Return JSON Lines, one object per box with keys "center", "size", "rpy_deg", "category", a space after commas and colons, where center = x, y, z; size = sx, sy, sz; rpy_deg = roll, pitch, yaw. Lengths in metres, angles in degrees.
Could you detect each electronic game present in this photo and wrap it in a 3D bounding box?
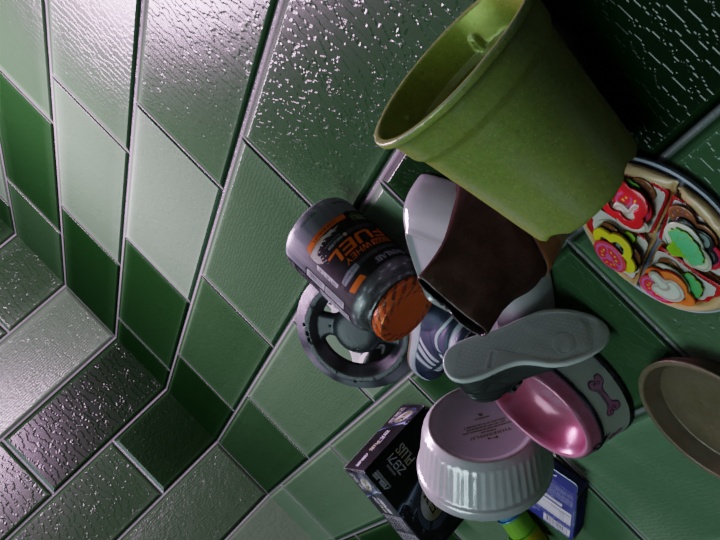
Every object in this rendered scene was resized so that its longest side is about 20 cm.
{"center": [-0.001, 0.085, 1.637], "size": [0.198, 0.042, 0.201], "rpy_deg": [6, 113, 14], "category": "electronic game"}

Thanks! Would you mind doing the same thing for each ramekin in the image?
{"center": [0.175, 0.248, 1.543], "size": [0.202, 0.202, 0.095], "rpy_deg": [27, 138, 38], "category": "ramekin"}

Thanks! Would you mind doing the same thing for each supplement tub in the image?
{"center": [0.000, 0.000, 1.491], "size": [0.200, 0.122, 0.123], "rpy_deg": [41, 158, 31], "category": "supplement tub"}

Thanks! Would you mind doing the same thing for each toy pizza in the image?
{"center": [0.292, -0.029, 1.081], "size": [0.200, 0.032, 0.201], "rpy_deg": [38, 156, 20], "category": "toy pizza"}

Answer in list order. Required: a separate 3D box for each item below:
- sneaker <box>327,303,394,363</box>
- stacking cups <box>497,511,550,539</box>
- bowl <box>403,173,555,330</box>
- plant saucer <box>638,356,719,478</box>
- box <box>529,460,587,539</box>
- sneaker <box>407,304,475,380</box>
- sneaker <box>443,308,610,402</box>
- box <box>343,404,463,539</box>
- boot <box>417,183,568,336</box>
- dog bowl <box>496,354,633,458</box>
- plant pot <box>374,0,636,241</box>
{"center": [-0.003, 0.089, 1.756], "size": [0.115, 0.075, 0.201], "rpy_deg": [43, 150, 28], "category": "sneaker"}
{"center": [0.245, 0.396, 1.830], "size": [0.201, 0.060, 0.060], "rpy_deg": [55, 156, -16], "category": "stacking cups"}
{"center": [0.135, -0.008, 1.337], "size": [0.199, 0.075, 0.201], "rpy_deg": [26, 148, 39], "category": "bowl"}
{"center": [0.403, 0.168, 1.216], "size": [0.200, 0.029, 0.201], "rpy_deg": [37, 155, 20], "category": "plant saucer"}
{"center": [0.291, 0.333, 1.676], "size": [0.121, 0.032, 0.201], "rpy_deg": [34, 156, 27], "category": "box"}
{"center": [0.128, 0.117, 1.557], "size": [0.108, 0.070, 0.201], "rpy_deg": [36, 152, 28], "category": "sneaker"}
{"center": [0.200, 0.104, 1.313], "size": [0.099, 0.199, 0.071], "rpy_deg": [66, -170, -66], "category": "sneaker"}
{"center": [0.099, 0.360, 1.886], "size": [0.200, 0.164, 0.086], "rpy_deg": [52, 157, -13], "category": "box"}
{"center": [0.116, -0.049, 1.179], "size": [0.200, 0.166, 0.072], "rpy_deg": [45, 157, 4], "category": "boot"}
{"center": [0.250, 0.161, 1.412], "size": [0.200, 0.074, 0.201], "rpy_deg": [37, 155, 21], "category": "dog bowl"}
{"center": [0.146, -0.133, 0.995], "size": [0.184, 0.201, 0.200], "rpy_deg": [40, 159, -16], "category": "plant pot"}
